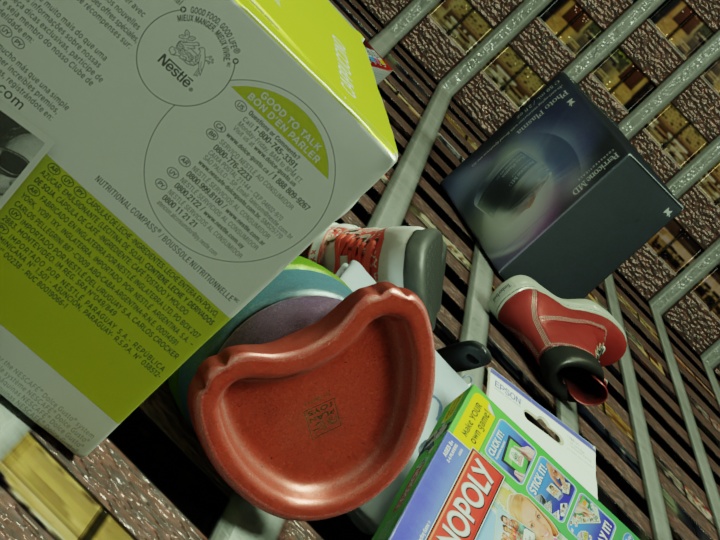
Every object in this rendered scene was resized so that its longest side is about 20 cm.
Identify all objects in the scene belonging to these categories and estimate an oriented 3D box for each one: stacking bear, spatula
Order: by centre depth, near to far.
[{"bbox_3d":[-0.056,0.031,0.983,0.200,0.121,0.114,45,-26,54],"label":"stacking bear"},{"bbox_3d":[0.049,0.058,1.281,0.057,0.021,0.200,42,-12,-10],"label":"spatula"}]

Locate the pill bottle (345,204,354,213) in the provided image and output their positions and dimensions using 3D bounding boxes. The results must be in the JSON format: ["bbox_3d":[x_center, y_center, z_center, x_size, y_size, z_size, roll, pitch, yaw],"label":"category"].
[{"bbox_3d":[-0.082,-0.110,1.358,0.200,0.112,0.112,37,15,-44],"label":"pill bottle"}]

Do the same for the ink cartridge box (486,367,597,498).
[{"bbox_3d":[0.094,0.156,1.102,0.099,0.039,0.200,37,34,-23],"label":"ink cartridge box"}]

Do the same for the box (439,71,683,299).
[{"bbox_3d":[0.226,-0.086,2.200,0.123,0.200,0.198,39,13,-37],"label":"box"}]

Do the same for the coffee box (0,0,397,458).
[{"bbox_3d":[-0.125,-0.080,0.861,0.200,0.198,0.200,43,12,-18],"label":"coffee box"}]

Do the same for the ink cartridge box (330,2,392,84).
[{"bbox_3d":[-0.075,-0.239,1.913,0.176,0.084,0.200,48,12,7],"label":"ink cartridge box"}]

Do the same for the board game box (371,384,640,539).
[{"bbox_3d":[0.072,0.160,1.004,0.135,0.029,0.200,44,33,-6],"label":"board game box"}]

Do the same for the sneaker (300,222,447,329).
[{"bbox_3d":[0.000,0.001,1.282,0.108,0.067,0.201,6,1,4],"label":"sneaker"}]

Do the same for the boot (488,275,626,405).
[{"bbox_3d":[0.224,0.091,1.915,0.200,0.072,0.144,22,26,-48],"label":"boot"}]

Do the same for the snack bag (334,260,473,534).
[{"bbox_3d":[0.031,0.104,1.130,0.200,0.021,0.189,47,29,-9],"label":"snack bag"}]
